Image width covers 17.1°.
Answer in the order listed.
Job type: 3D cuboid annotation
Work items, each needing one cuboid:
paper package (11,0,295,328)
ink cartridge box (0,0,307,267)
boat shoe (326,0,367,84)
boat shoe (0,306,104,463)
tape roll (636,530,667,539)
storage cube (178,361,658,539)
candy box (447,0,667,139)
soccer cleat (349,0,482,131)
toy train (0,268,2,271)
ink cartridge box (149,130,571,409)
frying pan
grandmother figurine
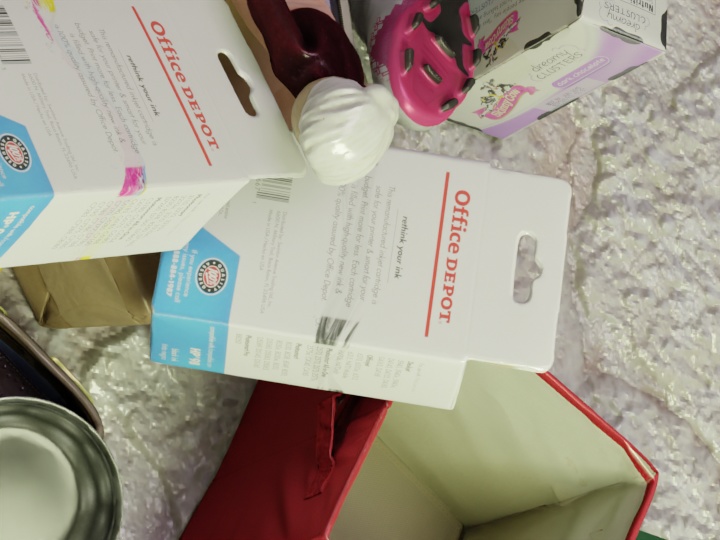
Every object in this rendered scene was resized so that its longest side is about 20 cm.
[{"bbox_3d":[-0.122,-0.095,1.309,0.200,0.103,0.191,-46,125,-38],"label":"paper package"},{"bbox_3d":[-0.134,-0.069,1.134,0.200,0.068,0.115,-6,63,-45],"label":"ink cartridge box"},{"bbox_3d":[-0.048,-0.146,1.435,0.063,0.073,0.201,-21,92,-43],"label":"boat shoe"},{"bbox_3d":[-0.218,0.036,1.249,0.200,0.059,0.072,44,54,-17],"label":"boat shoe"},{"bbox_3d":[0.146,0.250,1.368,0.048,0.201,0.201,19,58,8],"label":"tape roll"},{"bbox_3d":[0.023,0.143,1.318,0.200,0.180,0.171,39,55,-19],"label":"storage cube"},{"bbox_3d":[0.117,-0.206,1.518,0.071,0.168,0.201,17,65,-30],"label":"candy box"},{"bbox_3d":[0.028,-0.151,1.475,0.070,0.086,0.200,42,41,-30],"label":"soccer cleat"},{"bbox_3d":[-0.263,-0.029,1.189,0.150,0.056,0.200,-1,43,-38],"label":"toy train"},{"bbox_3d":[0.000,0.000,1.218,0.199,0.067,0.116,10,63,-1],"label":"ink cartridge box"},{"bbox_3d":[-0.179,0.158,1.224,0.115,0.031,0.191,0,95,-20],"label":"frying pan"},{"bbox_3d":[-0.026,-0.111,1.209,0.121,0.061,0.200,32,23,-33],"label":"grandmother figurine"}]
